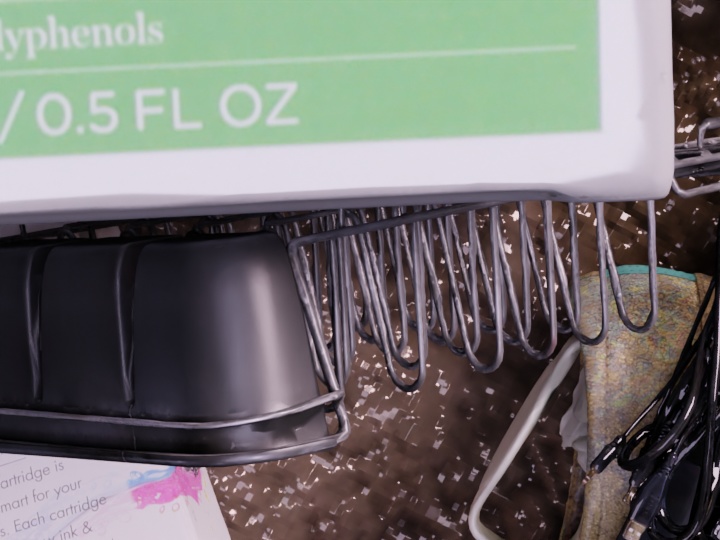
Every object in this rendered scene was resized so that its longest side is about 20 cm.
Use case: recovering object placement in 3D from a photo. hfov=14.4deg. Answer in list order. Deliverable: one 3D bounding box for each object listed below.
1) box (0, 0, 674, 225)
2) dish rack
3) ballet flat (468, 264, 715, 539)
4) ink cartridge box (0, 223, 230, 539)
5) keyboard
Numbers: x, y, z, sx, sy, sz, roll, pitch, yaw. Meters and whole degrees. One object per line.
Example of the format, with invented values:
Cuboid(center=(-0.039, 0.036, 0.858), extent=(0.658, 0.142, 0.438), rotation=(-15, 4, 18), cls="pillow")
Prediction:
Cuboid(center=(-0.040, -0.107, 0.616), extent=(0.197, 0.200, 0.173), rotation=(-3, 100, -1), cls="box")
Cuboid(center=(0.000, 0.000, 0.690), extent=(0.199, 0.153, 0.055), rotation=(-12, 98, -38), cls="dish rack")
Cuboid(center=(0.057, 0.093, 0.795), extent=(0.070, 0.071, 0.201), rotation=(15, 100, -5), cls="ballet flat")
Cuboid(center=(-0.104, 0.058, 0.781), extent=(0.116, 0.068, 0.201), rotation=(-17, 106, 3), cls="ink cartridge box")
Cuboid(center=(0.109, 0.056, 0.749), extent=(0.104, 0.040, 0.201), rotation=(32, 83, -40), cls="keyboard")
